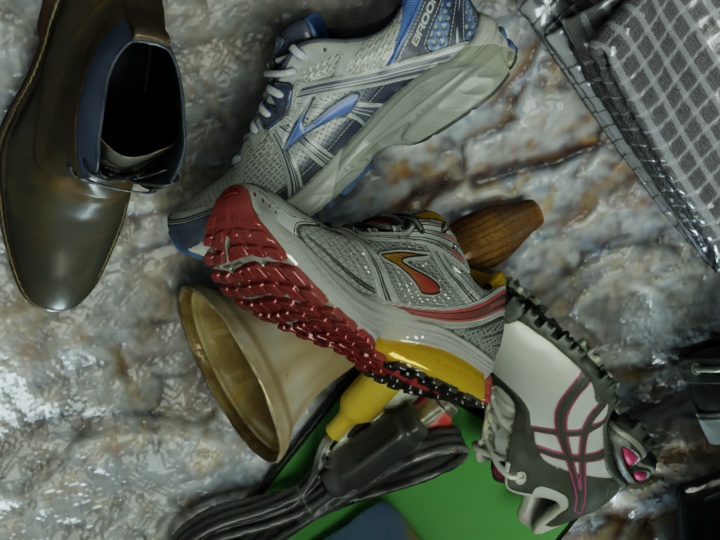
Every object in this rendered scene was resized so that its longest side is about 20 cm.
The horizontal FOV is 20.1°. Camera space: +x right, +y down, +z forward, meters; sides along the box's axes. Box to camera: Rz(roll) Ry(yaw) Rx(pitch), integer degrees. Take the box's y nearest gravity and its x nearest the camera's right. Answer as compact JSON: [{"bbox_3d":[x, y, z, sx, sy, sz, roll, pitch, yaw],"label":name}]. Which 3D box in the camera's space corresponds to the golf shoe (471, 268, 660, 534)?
[{"bbox_3d":[0.101,0.080,1.135,0.088,0.077,0.200,-40,134,-4],"label":"golf shoe"}]

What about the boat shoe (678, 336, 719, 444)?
[{"bbox_3d":[0.266,0.048,1.147,0.071,0.199,0.064,-33,100,-49],"label":"boat shoe"}]

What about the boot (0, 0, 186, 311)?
[{"bbox_3d":[-0.132,-0.052,0.980,0.074,0.097,0.201,2,117,-21],"label":"boot"}]

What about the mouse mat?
[{"bbox_3d":[0.030,0.148,1.210,0.200,0.008,0.161,31,104,-32],"label":"mouse mat"}]

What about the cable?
[{"bbox_3d":[-0.019,0.114,1.159,0.200,0.050,0.097,-35,141,15],"label":"cable"}]

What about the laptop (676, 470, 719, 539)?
[{"bbox_3d":[0.255,0.141,1.213,0.186,0.116,0.201,-18,127,-11],"label":"laptop"}]

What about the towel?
[{"bbox_3d":[0.203,-0.115,1.076,0.165,0.086,0.200,-38,124,3],"label":"towel"}]

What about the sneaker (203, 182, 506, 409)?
[{"bbox_3d":[0.000,0.000,1.003,0.200,0.078,0.083,31,73,-45],"label":"sneaker"}]

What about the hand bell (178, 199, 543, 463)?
[{"bbox_3d":[0.013,0.010,1.092,0.199,0.104,0.105,-29,125,-18],"label":"hand bell"}]

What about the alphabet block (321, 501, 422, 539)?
[{"bbox_3d":[0.010,0.296,1.171,0.196,0.196,0.200,-33,126,6],"label":"alphabet block"}]

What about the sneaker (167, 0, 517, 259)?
[{"bbox_3d":[-0.024,-0.084,1.025,0.200,0.077,0.085,-35,105,7],"label":"sneaker"}]
